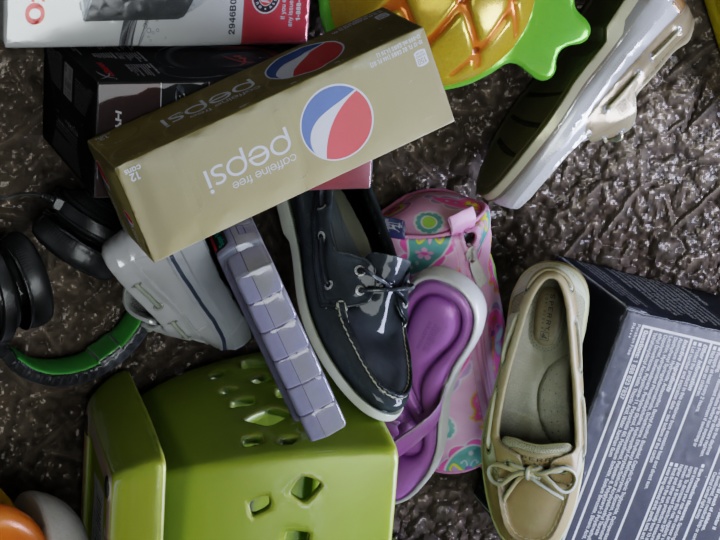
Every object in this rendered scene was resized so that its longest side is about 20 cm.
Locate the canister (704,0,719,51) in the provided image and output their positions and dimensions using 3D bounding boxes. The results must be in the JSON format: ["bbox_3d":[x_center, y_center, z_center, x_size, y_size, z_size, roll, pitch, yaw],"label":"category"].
[{"bbox_3d":[0.359,-0.197,1.482,0.200,0.087,0.149,-28,116,-10],"label":"canister"}]

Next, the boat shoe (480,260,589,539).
[{"bbox_3d":[0.120,0.095,1.390,0.073,0.063,0.201,9,96,8],"label":"boat shoe"}]

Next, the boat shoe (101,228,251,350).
[{"bbox_3d":[-0.123,0.007,1.324,0.067,0.074,0.200,-26,154,-3],"label":"boat shoe"}]

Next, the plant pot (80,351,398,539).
[{"bbox_3d":[-0.091,0.172,1.371,0.181,0.199,0.201,0,108,-15],"label":"plant pot"}]

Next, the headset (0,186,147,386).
[{"bbox_3d":[-0.210,-0.015,1.336,0.123,0.094,0.200,-37,133,-13],"label":"headset"}]

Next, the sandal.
[{"bbox_3d":[0.024,0.083,1.406,0.082,0.050,0.203,26,124,14],"label":"sandal"}]

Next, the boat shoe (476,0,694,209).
[{"bbox_3d":[0.161,-0.119,1.435,0.068,0.075,0.200,36,91,-22],"label":"boat shoe"}]

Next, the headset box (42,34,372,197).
[{"bbox_3d":[-0.088,-0.103,1.297,0.199,0.149,0.075,-3,109,-21],"label":"headset box"}]

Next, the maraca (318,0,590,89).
[{"bbox_3d":[0.066,-0.185,1.354,0.199,0.107,0.138,0,110,-22],"label":"maraca"}]

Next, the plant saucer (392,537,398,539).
[{"bbox_3d":[0.069,0.318,1.520,0.199,0.048,0.201,23,100,13],"label":"plant saucer"}]

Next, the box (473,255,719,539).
[{"bbox_3d":[0.218,0.117,1.511,0.198,0.123,0.201,14,104,-24],"label":"box"}]

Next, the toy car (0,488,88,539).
[{"bbox_3d":[-0.246,0.234,1.293,0.175,0.150,0.201,-2,100,-31],"label":"toy car"}]

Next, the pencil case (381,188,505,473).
[{"bbox_3d":[0.063,0.042,1.445,0.087,0.087,0.201,-16,114,-16],"label":"pencil case"}]

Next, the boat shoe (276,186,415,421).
[{"bbox_3d":[0.002,0.000,1.345,0.074,0.200,0.066,19,134,-41],"label":"boat shoe"}]

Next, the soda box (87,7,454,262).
[{"bbox_3d":[-0.052,-0.081,1.197,0.200,0.068,0.064,-26,115,-12],"label":"soda box"}]

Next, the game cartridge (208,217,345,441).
[{"bbox_3d":[-0.065,0.012,1.318,0.038,0.200,0.130,-28,115,-1],"label":"game cartridge"}]

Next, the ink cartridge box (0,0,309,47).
[{"bbox_3d":[-0.134,-0.217,1.275,0.199,0.084,0.145,-3,110,-21],"label":"ink cartridge box"}]
